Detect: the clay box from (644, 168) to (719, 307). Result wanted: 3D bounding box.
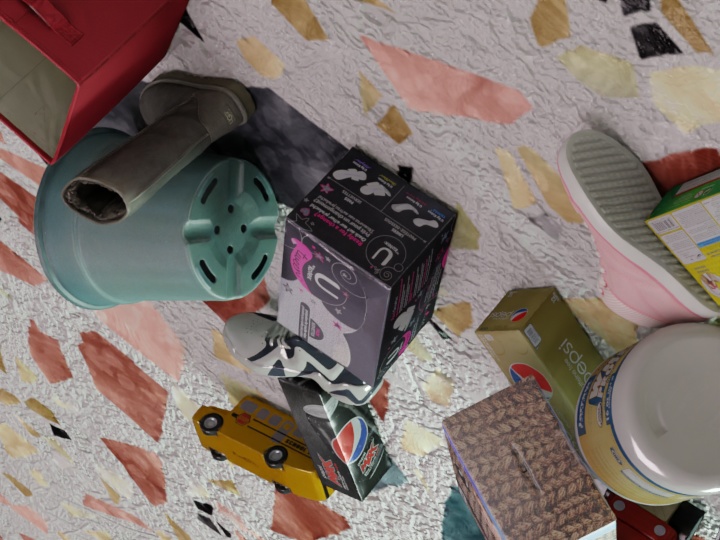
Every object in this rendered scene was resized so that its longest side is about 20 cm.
[{"bbox_3d":[0.335,0.006,1.461,0.200,0.048,0.115,46,153,-11],"label":"clay box"}]

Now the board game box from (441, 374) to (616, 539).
[{"bbox_3d":[0.162,0.219,1.708,0.160,0.097,0.200,61,175,26],"label":"board game box"}]

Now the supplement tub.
[{"bbox_3d":[0.269,0.130,1.584,0.145,0.145,0.200,41,167,2],"label":"supplement tub"}]

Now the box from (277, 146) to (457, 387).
[{"bbox_3d":[0.000,0.000,1.797,0.132,0.115,0.200,33,150,14],"label":"box"}]

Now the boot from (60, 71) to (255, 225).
[{"bbox_3d":[-0.220,-0.119,1.815,0.182,0.200,0.073,-2,129,52],"label":"boot"}]

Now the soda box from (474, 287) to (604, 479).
[{"bbox_3d":[0.200,0.112,1.758,0.068,0.064,0.200,-5,126,53],"label":"soda box"}]

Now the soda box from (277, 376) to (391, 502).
[{"bbox_3d":[-0.029,0.179,2.135,0.071,0.063,0.200,19,145,36],"label":"soda box"}]

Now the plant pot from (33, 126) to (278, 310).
[{"bbox_3d":[-0.205,-0.049,1.924,0.196,0.200,0.200,5,136,36],"label":"plant pot"}]

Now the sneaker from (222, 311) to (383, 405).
[{"bbox_3d":[-0.070,0.065,2.013,0.199,0.080,0.130,26,147,26],"label":"sneaker"}]

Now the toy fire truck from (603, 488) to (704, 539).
[{"bbox_3d":[0.236,0.313,1.846,0.129,0.200,0.176,31,150,18],"label":"toy fire truck"}]

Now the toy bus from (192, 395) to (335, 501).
[{"bbox_3d":[-0.114,0.218,2.277,0.200,0.078,0.065,23,147,31],"label":"toy bus"}]

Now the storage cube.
[{"bbox_3d":[-0.289,-0.246,1.748,0.171,0.180,0.200,41,153,2],"label":"storage cube"}]

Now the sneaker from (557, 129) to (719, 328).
[{"bbox_3d":[0.217,-0.025,1.533,0.200,0.075,0.105,45,148,-13],"label":"sneaker"}]

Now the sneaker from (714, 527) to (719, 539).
[{"bbox_3d":[0.329,0.308,1.766,0.070,0.200,0.109,-114,11,-45],"label":"sneaker"}]
